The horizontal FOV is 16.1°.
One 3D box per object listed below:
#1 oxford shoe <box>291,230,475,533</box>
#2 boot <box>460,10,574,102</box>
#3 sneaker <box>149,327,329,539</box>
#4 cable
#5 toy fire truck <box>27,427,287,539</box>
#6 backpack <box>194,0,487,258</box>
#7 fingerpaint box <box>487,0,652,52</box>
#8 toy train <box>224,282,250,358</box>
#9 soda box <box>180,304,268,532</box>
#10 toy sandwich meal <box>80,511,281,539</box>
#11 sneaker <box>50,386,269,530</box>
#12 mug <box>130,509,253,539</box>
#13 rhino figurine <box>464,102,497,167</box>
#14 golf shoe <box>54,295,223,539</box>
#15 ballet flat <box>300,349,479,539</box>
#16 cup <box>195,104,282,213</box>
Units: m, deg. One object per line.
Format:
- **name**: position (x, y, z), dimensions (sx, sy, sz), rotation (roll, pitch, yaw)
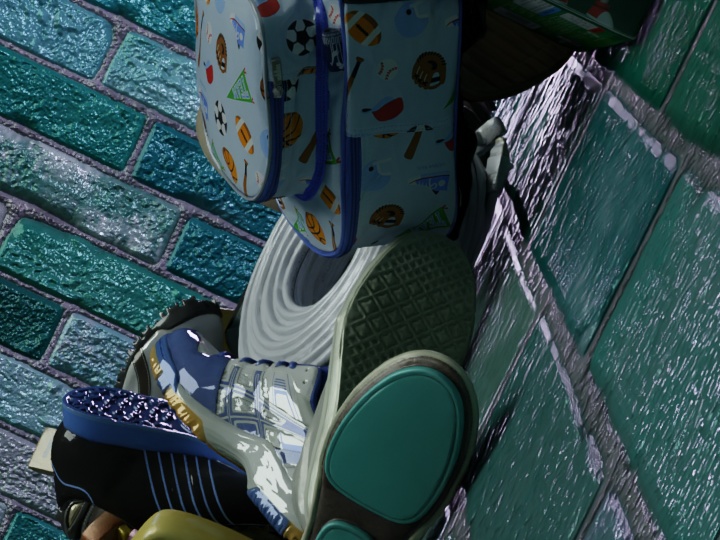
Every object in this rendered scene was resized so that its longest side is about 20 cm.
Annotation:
- **oxford shoe**: position (0.009, 0.068, 1.374), dimensions (0.058, 0.075, 0.201), rotation (129, 161, -62)
- **boot**: position (0.075, -0.132, 1.599), dimensions (0.166, 0.072, 0.200), rotation (-43, 5, 48)
- **sneaker**: position (-0.044, 0.083, 1.480), dimensions (0.088, 0.200, 0.075), rotation (-51, -38, 5)
- **cable**: position (0.000, 0.000, 1.584), dimensions (0.200, 0.069, 0.201), rotation (-29, 38, 48)
- **toy fire truck**: position (-0.131, 0.128, 1.916), dimensions (0.129, 0.199, 0.176), rotation (-59, 7, 53)
- **backpack**: position (-0.010, -0.104, 1.431), dimensions (0.200, 0.153, 0.191), rotation (-124, 22, -65)
- **fingerpaint box**: position (0.137, -0.208, 1.370), dimensions (0.200, 0.073, 0.167), rotation (-145, 80, -86)
- **toy train**: position (-0.017, 0.000, 1.762), dimensions (0.114, 0.085, 0.200), rotation (-11, 36, 29)
- **soda box**: position (-0.106, 0.129, 1.803), dimensions (0.064, 0.067, 0.201), rotation (137, 136, -59)
- **toy sandwich meal**: position (-0.134, 0.219, 1.683), dimensions (0.205, 0.070, 0.205), rotation (-30, -30, -19)
- **sneaker**: position (-0.096, 0.133, 1.575), dimensions (0.070, 0.199, 0.078), rotation (-46, -31, -65)
- **mug**: position (-0.120, 0.223, 1.539), dimensions (0.187, 0.153, 0.149), rotation (-64, 3, 7)
- **rhino figurine**: position (0.059, -0.112, 1.778), dimensions (0.060, 0.088, 0.200), rotation (-33, 11, 13)
- **golf shoe**: position (-0.126, 0.116, 1.720), dimensions (0.078, 0.094, 0.201), rotation (3, -63, -47)
- **ballet flat**: position (0.010, 0.107, 1.220), dimensions (0.070, 0.069, 0.200), rotation (-71, 7, -58)
- **cup**: position (-0.012, -0.148, 1.901), dimensions (0.201, 0.200, 0.144), rotation (-70, -3, -53)
